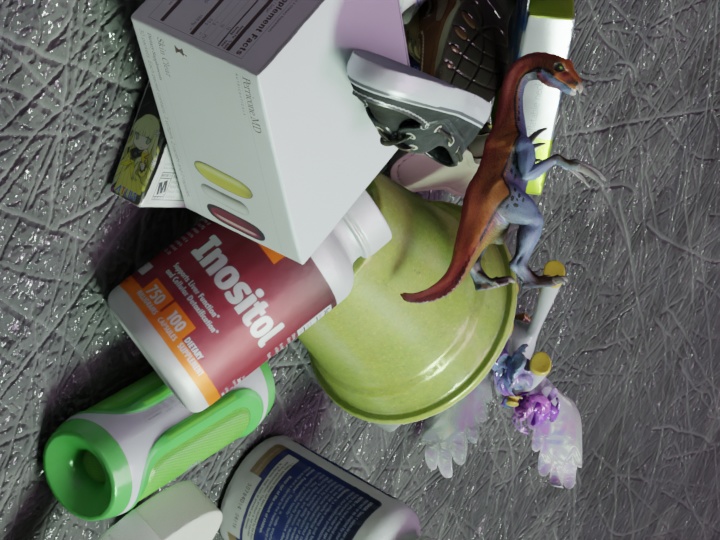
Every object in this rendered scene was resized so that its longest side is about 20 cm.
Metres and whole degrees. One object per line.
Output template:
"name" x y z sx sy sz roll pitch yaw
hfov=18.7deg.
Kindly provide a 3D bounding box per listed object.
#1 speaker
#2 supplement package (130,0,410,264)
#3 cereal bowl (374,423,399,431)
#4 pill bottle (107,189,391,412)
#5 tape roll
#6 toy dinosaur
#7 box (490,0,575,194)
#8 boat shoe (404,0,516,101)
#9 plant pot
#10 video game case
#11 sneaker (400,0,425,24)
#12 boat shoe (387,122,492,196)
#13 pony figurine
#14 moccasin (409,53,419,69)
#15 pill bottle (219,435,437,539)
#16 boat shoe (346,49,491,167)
"speaker" -0.152 0.119 1.695 0.200 0.088 0.089 -30 140 -49
"supplement package" -0.053 -0.137 1.520 0.156 0.110 0.201 -51 151 -27
"cereal bowl" 0.040 0.037 1.946 0.201 0.083 0.200 -59 -176 6
"pill bottle" -0.080 0.003 1.627 0.200 0.113 0.113 -39 150 -8
"tape roll" -0.191 0.247 1.720 0.203 0.037 0.203 -42 168 -11
"toy dinosaur" 0.122 -0.078 1.719 0.199 0.104 0.183 -12 97 -48
"box" 0.148 -0.182 1.880 0.122 0.047 0.201 -87 -175 -54
"boat shoe" 0.076 -0.190 1.781 0.076 0.073 0.201 52 36 -28
"plant pot" 0.000 0.000 1.778 0.201 0.200 0.184 -60 143 -6
"video game case" -0.090 -0.133 1.623 0.200 0.036 0.182 -3 117 -62
"sneaker" 0.017 -0.238 1.691 0.087 0.075 0.200 -57 155 2
"boat shoe" 0.074 -0.108 1.936 0.072 0.060 0.200 -29 164 26
"pony figurine" 0.156 0.107 2.205 0.200 0.165 0.194 97 3 -63
"moccasin" 0.051 -0.158 1.831 0.200 0.068 0.081 -47 151 -31
"pill bottle" -0.018 0.237 1.930 0.111 0.199 0.112 -43 148 -35
"boat shoe" 0.040 -0.108 1.520 0.200 0.068 0.057 10 103 -67
